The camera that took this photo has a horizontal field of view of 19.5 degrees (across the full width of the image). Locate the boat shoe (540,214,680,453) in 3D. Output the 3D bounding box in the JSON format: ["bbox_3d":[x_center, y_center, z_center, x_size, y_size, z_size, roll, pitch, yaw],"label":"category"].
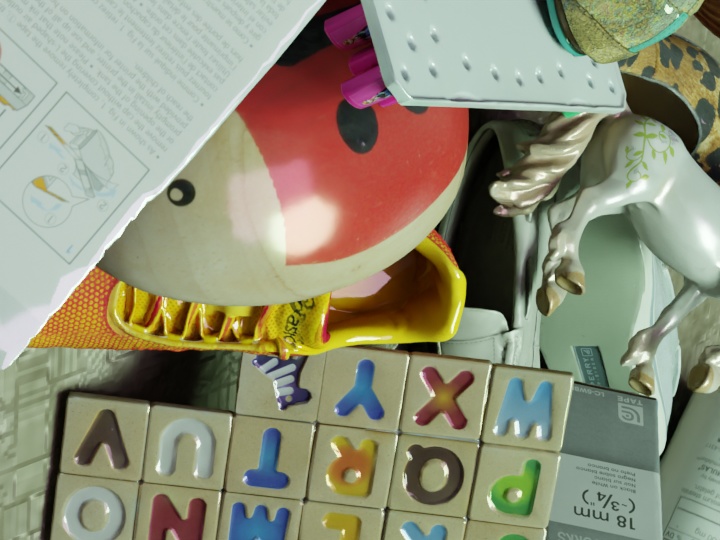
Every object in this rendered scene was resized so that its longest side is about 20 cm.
[{"bbox_3d":[0.127,0.014,1.087,0.072,0.070,0.201,-62,148,-45],"label":"boat shoe"}]

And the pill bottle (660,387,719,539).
[{"bbox_3d":[0.207,0.179,1.224,0.114,0.114,0.200,36,78,-54],"label":"pill bottle"}]

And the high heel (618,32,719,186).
[{"bbox_3d":[0.116,-0.076,1.003,0.143,0.071,0.200,-41,121,-41],"label":"high heel"}]

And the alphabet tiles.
[{"bbox_3d":[-0.025,0.108,0.850,0.008,0.200,0.167,-102,-160,-73],"label":"alphabet tiles"}]

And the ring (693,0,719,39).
[{"bbox_3d":[0.128,-0.189,0.880,0.019,0.201,0.201,-25,134,-3],"label":"ring"}]

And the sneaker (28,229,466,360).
[{"bbox_3d":[-0.052,0.000,0.788,0.200,0.077,0.073,-6,115,-23],"label":"sneaker"}]

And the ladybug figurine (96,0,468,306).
[{"bbox_3d":[-0.029,-0.059,0.767,0.200,0.136,0.072,-35,157,-47],"label":"ladybug figurine"}]

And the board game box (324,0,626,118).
[{"bbox_3d":[0.025,-0.152,0.781,0.200,0.026,0.200,-6,78,-61],"label":"board game box"}]

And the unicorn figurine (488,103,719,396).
[{"bbox_3d":[0.151,-0.012,0.978,0.200,0.074,0.137,49,59,-35],"label":"unicorn figurine"}]

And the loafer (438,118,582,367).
[{"bbox_3d":[0.052,0.026,0.987,0.070,0.070,0.200,14,88,-50],"label":"loafer"}]

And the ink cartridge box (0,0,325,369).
[{"bbox_3d":[-0.102,-0.096,0.615,0.162,0.050,0.200,44,74,-17],"label":"ink cartridge box"}]

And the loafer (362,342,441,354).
[{"bbox_3d":[0.000,0.000,0.899,0.076,0.067,0.200,-48,140,-26],"label":"loafer"}]

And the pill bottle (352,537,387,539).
[{"bbox_3d":[-0.008,0.182,0.943,0.113,0.113,0.200,-33,131,-40],"label":"pill bottle"}]

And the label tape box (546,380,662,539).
[{"bbox_3d":[0.092,0.171,0.988,0.200,0.063,0.144,-85,-169,-47],"label":"label tape box"}]

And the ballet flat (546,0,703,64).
[{"bbox_3d":[0.087,-0.181,0.812,0.071,0.071,0.200,-4,76,-52],"label":"ballet flat"}]
